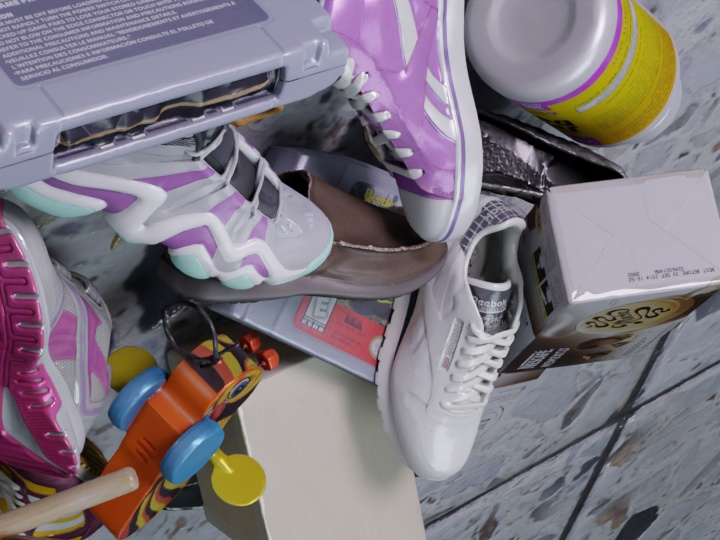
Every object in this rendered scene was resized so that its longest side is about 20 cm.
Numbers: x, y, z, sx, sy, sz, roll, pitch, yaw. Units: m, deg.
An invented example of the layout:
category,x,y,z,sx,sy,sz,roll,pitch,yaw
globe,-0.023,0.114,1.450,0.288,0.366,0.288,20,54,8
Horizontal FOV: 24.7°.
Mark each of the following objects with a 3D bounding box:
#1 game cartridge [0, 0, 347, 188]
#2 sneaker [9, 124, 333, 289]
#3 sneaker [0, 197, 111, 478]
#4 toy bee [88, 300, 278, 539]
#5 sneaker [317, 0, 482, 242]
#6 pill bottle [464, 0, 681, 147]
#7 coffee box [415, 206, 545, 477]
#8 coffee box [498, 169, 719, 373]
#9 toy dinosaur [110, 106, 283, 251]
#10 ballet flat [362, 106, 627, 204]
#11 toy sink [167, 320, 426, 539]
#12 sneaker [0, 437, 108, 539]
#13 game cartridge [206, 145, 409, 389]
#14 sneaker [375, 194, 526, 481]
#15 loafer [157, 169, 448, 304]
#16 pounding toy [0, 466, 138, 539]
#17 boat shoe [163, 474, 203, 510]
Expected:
category,x,y,z,sx,sy,sz,roll,pitch,yaw
game cartridge,-0.121,-0.113,0.767,0.199,0.133,0.041,-21,148,-33
sneaker,-0.081,-0.067,0.873,0.199,0.078,0.140,16,139,-25
sneaker,-0.198,0.028,0.978,0.201,0.081,0.089,86,21,-43
toy bee,-0.099,0.090,1.056,0.200,0.132,0.108,-33,176,42
sneaker,0.005,-0.105,0.971,0.114,0.072,0.202,-18,109,-28
pill bottle,0.155,-0.144,1.120,0.104,0.104,0.200,-46,152,14
coffee box,0.085,0.058,1.335,0.080,0.113,0.201,-2,134,-51
coffee box,0.162,0.005,1.134,0.112,0.081,0.200,-7,165,-11
toy dinosaur,-0.098,-0.098,0.945,0.105,0.061,0.201,-2,142,-5
ballet flat,0.094,-0.083,1.127,0.198,0.067,0.057,10,168,-26
toy sink,-0.046,0.135,1.203,0.130,0.112,0.202,-25,116,-27
sneaker,-0.225,0.150,1.124,0.090,0.075,0.200,-43,153,-5
game cartridge,0.000,0.000,1.107,0.199,0.041,0.134,27,81,-38
sneaker,0.065,0.048,1.096,0.076,0.080,0.202,-5,105,-37
loafer,-0.026,-0.024,1.007,0.199,0.073,0.072,-6,116,-35
pounding toy,-0.259,0.199,1.014,0.183,0.144,0.199,0,175,-37
boat shoe,-0.072,0.175,1.305,0.198,0.067,0.075,-7,153,-14
